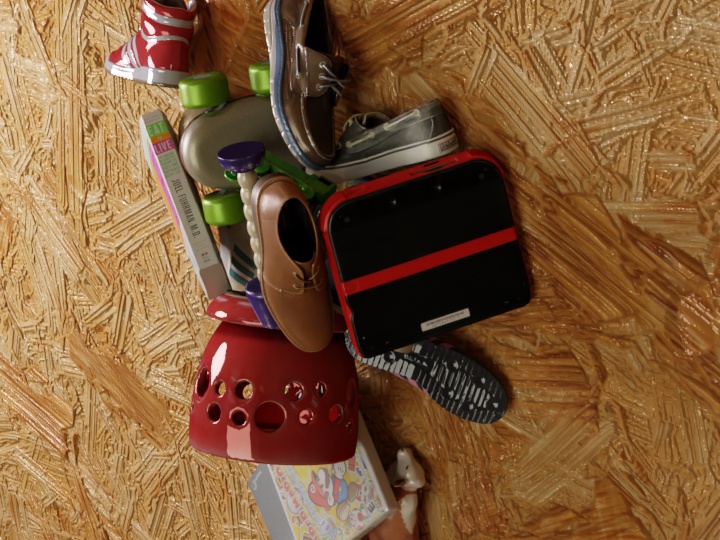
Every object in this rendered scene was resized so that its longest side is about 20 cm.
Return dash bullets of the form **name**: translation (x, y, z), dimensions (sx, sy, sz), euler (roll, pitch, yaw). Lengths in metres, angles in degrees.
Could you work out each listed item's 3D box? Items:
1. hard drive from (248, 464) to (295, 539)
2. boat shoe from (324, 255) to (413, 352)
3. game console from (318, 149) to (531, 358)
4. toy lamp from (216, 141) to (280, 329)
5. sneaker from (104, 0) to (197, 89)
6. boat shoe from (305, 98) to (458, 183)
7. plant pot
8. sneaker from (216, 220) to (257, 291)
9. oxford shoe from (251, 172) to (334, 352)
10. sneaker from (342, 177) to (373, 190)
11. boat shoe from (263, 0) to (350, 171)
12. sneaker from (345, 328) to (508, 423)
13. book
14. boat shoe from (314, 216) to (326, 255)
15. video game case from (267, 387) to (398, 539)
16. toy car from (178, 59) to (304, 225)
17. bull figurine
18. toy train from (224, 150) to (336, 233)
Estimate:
- **hard drive**: translation (-0.081, 0.331, 1.775), dimensions (0.201, 0.033, 0.140), euler (63, 144, 28)
- **boat shoe**: translation (-0.011, 0.011, 1.458), dimensions (0.199, 0.072, 0.068), euler (33, 111, 24)
- **game console**: translation (0.068, -0.018, 1.380), dimensions (0.031, 0.199, 0.178), euler (-125, 18, -69)
- **toy lamp**: translation (-0.106, -0.033, 1.415), dimensions (0.058, 0.058, 0.201), euler (12, 124, 39)
- **sneaker**: translation (-0.252, -0.282, 1.617), dimensions (0.200, 0.071, 0.113), euler (22, 107, 57)
- **boat shoe**: translation (0.016, -0.141, 1.440), dimensions (0.199, 0.071, 0.064), euler (-11, 105, 39)
- **plant pot**: translation (-0.094, 0.122, 1.569), dimensions (0.200, 0.200, 0.184), euler (9, 93, 41)
- **sneaker**: translation (-0.120, -0.008, 1.639), dimensions (0.093, 0.070, 0.201), euler (17, 121, 44)
- **oxford shoe**: translation (-0.064, 0.003, 1.376), dimensions (0.071, 0.071, 0.201), euler (40, 148, 59)
- **sneaker**: translation (0.041, -0.034, 1.462), dimensions (0.199, 0.082, 0.074), euler (24, 125, 32)
- **boat shoe**: translation (-0.053, -0.208, 1.429), dimensions (0.072, 0.072, 0.201), euler (-19, 77, 32)
- **sneaker**: translation (0.081, 0.103, 1.522), dimensions (0.199, 0.082, 0.070), euler (31, 102, 5)
- **book**: translation (-0.208, -0.075, 1.585), dimensions (0.134, 0.048, 0.201), euler (92, 156, -75)
- **boat shoe**: translation (0.000, 0.000, 1.528), dimensions (0.200, 0.076, 0.072), euler (33, 134, 29)
- **video game case**: translation (-0.046, 0.248, 1.675), dimensions (0.182, 0.023, 0.201), euler (-45, 58, 38)
- **toy car**: translation (-0.149, -0.162, 1.569), dimensions (0.200, 0.157, 0.165), euler (-145, 43, -66)
- **bull figurine**: translation (0.033, 0.307, 1.675), dimensions (0.121, 0.065, 0.201), euler (18, 122, 41)
- **toy train**: translation (-0.060, -0.083, 1.428), dimensions (0.199, 0.056, 0.042), euler (31, 131, 19)
